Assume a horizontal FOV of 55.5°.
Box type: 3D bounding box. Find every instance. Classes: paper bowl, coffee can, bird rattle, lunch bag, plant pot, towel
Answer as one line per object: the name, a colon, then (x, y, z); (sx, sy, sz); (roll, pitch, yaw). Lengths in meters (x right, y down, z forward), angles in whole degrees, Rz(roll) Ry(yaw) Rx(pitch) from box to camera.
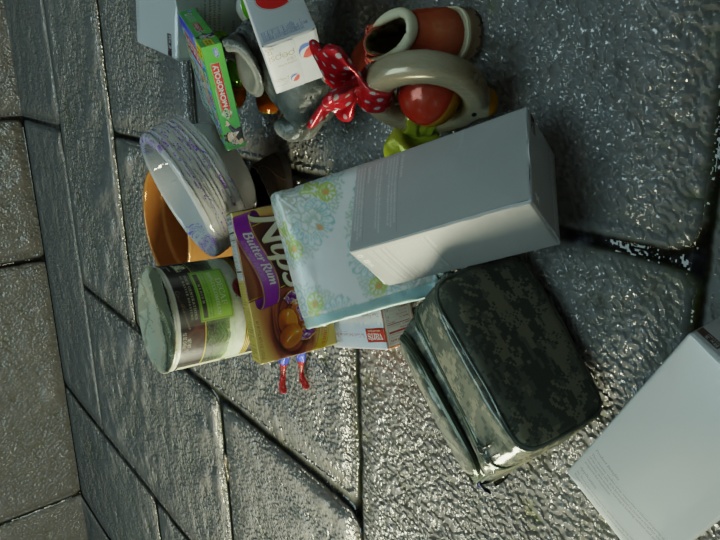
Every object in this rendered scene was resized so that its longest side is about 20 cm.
paper bowl: (-0.230, -0.132, 1.009); (0.201, 0.103, 0.203); (45, 159, 23)
coffee can: (-0.207, 0.056, 1.000); (0.145, 0.196, 0.151); (16, 111, 51)
bird rattle: (0.047, -0.181, 0.690); (0.160, 0.198, 0.116); (-10, 61, 41)
lunch bag: (0.131, 0.114, 0.722); (0.203, 0.136, 0.169); (61, 151, 18)
plant pot: (-0.285, -0.093, 1.213); (0.198, 0.137, 0.206); (23, 120, 48)
towel: (0.002, -0.035, 0.831); (0.194, 0.048, 0.177); (-15, 90, 11)

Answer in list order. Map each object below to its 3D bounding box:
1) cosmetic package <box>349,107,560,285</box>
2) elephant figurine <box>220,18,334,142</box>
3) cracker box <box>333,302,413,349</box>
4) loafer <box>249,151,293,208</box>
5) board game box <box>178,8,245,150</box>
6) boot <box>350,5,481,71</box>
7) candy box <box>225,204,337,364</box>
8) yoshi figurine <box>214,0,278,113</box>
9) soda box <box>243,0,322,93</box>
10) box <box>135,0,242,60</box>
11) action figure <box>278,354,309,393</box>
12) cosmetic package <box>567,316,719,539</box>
cosmetic package: (0.090, -0.066, 0.673); (0.195, 0.090, 0.110); (-10, 58, 31)
elephant figurine: (-0.115, -0.272, 0.871); (0.200, 0.141, 0.156); (43, 124, 3)
cracker box: (0.000, 0.000, 0.923); (0.132, 0.056, 0.207); (-5, 96, 55)
loafer: (-0.141, -0.080, 1.079); (0.072, 0.070, 0.207); (0, 101, 53)
board game box: (-0.206, -0.267, 0.942); (0.201, 0.028, 0.138); (-125, 20, -53)
boot: (0.029, -0.250, 0.764); (0.198, 0.105, 0.078); (-1, 99, 56)
candy box: (-0.108, 0.012, 0.936); (0.056, 0.113, 0.207); (-178, 78, -70)
yoshi figurine: (-0.152, -0.334, 0.993); (0.110, 0.111, 0.205); (27, 121, 31)
soda box: (-0.099, -0.301, 0.778); (0.069, 0.062, 0.204); (75, 176, -58)
box: (-0.266, -0.449, 1.073); (0.199, 0.128, 0.205); (34, 126, 48)
action figure: (-0.105, 0.100, 1.096); (0.052, 0.063, 0.206); (-129, 37, -63)
cosmetic package: (0.277, 0.147, 0.574); (0.114, 0.080, 0.203); (52, 137, 29)
